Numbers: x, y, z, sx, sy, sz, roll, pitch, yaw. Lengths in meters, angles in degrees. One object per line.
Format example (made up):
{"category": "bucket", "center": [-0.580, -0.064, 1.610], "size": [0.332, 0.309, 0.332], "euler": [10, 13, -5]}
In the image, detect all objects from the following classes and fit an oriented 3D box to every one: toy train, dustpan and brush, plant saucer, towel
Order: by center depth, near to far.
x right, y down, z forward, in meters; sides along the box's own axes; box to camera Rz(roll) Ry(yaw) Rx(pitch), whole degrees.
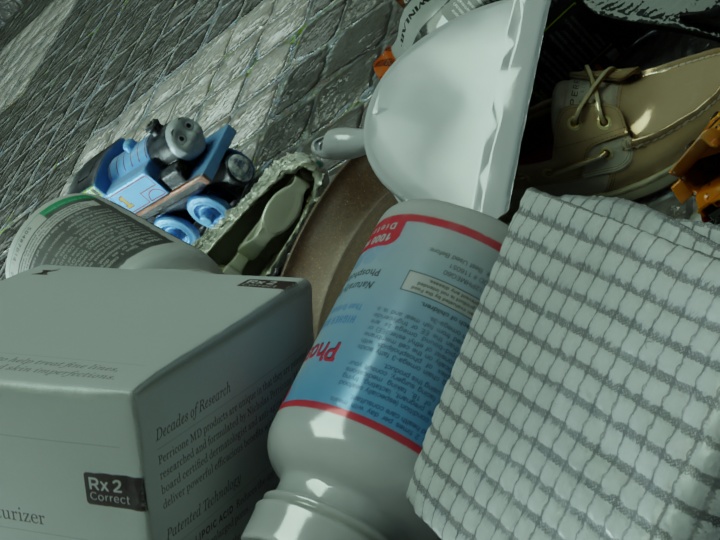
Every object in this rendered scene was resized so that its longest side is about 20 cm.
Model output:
{"category": "towel", "center": [0.111, 0.061, 0.518], "size": [0.166, 0.085, 0.200], "euler": [-67, 24, 2]}
{"category": "dustpan and brush", "center": [0.031, -0.086, 0.765], "size": [0.200, 0.057, 0.140], "euler": [3, 75, 40]}
{"category": "plant saucer", "center": [0.000, 0.000, 0.841], "size": [0.200, 0.037, 0.201], "euler": [-47, 28, 35]}
{"category": "toy train", "center": [-0.188, -0.079, 1.197], "size": [0.200, 0.114, 0.087], "euler": [-24, 36, 44]}

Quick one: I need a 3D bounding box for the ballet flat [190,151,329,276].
{"category": "ballet flat", "center": [-0.094, -0.014, 0.998], "size": [0.200, 0.072, 0.072], "euler": [-54, 26, -7]}

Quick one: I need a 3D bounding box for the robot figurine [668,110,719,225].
{"category": "robot figurine", "center": [0.214, -0.078, 0.551], "size": [0.145, 0.058, 0.200], "euler": [-44, 2, -36]}

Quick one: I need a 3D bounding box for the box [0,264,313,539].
{"category": "box", "center": [-0.151, 0.085, 0.725], "size": [0.199, 0.131, 0.200], "euler": [3, 16, 24]}

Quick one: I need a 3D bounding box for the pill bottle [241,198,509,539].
{"category": "pill bottle", "center": [0.019, 0.070, 0.663], "size": [0.109, 0.109, 0.200], "euler": [-10, 46, 54]}

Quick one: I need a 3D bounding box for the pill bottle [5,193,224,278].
{"category": "pill bottle", "center": [-0.165, 0.022, 0.924], "size": [0.200, 0.113, 0.113], "euler": [26, 77, 46]}

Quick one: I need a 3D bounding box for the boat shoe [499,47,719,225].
{"category": "boat shoe", "center": [0.132, -0.080, 0.731], "size": [0.200, 0.069, 0.074], "euler": [-26, 34, 41]}

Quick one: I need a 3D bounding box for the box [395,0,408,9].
{"category": "box", "center": [0.100, -0.249, 0.936], "size": [0.200, 0.137, 0.039], "euler": [-24, 35, 44]}

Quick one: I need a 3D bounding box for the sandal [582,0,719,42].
{"category": "sandal", "center": [0.201, -0.154, 0.677], "size": [0.200, 0.048, 0.075], "euler": [11, 88, 38]}

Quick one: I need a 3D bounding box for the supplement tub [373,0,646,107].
{"category": "supplement tub", "center": [0.111, -0.169, 0.825], "size": [0.200, 0.122, 0.123], "euler": [-42, 26, 14]}
